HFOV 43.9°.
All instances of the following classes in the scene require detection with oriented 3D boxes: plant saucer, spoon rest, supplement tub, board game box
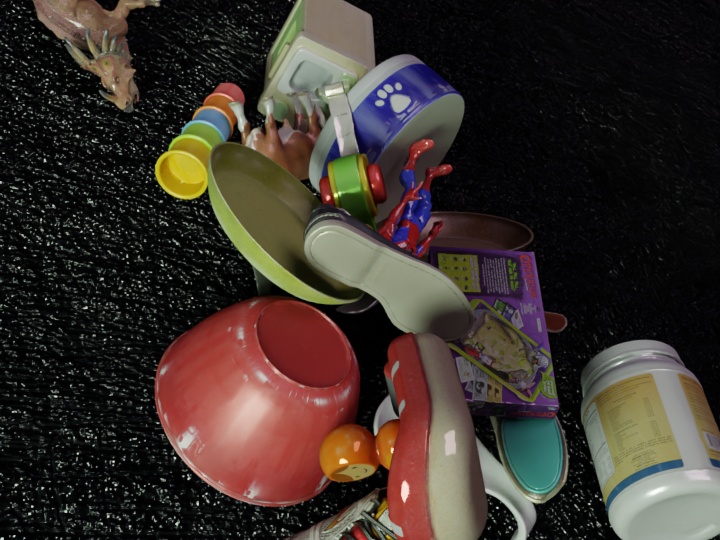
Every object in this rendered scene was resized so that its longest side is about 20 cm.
[{"bbox_3d":[-0.075,-0.040,0.858,0.200,0.031,0.201,41,21,-19],"label":"plant saucer"},{"bbox_3d":[0.098,0.195,0.888,0.200,0.061,0.099,41,47,2],"label":"spoon rest"},{"bbox_3d":[0.334,0.195,1.017,0.144,0.145,0.201,20,41,-23],"label":"supplement tub"},{"bbox_3d":[0.132,0.059,0.920,0.119,0.032,0.201,1,48,0],"label":"board game box"},{"bbox_3d":[0.110,-0.031,1.092,0.198,0.037,0.201,-1,18,0],"label":"plant saucer"}]

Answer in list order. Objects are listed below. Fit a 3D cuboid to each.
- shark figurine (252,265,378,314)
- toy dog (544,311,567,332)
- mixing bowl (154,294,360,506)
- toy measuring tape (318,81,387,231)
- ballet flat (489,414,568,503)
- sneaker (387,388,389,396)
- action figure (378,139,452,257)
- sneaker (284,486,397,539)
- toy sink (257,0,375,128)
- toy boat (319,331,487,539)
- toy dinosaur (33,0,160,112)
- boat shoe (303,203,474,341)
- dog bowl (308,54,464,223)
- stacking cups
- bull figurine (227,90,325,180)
[{"bbox_3d":[-0.019,-0.009,0.978,0.212,0.090,0.128,9,25,-10],"label":"shark figurine"},{"bbox_3d":[0.188,0.062,1.076,0.131,0.096,0.201,18,42,-25],"label":"toy dog"},{"bbox_3d":[-0.074,0.097,0.815,0.199,0.109,0.201,23,39,-20],"label":"mixing bowl"},{"bbox_3d":[-0.015,-0.120,0.937,0.073,0.073,0.202,3,67,-37],"label":"toy measuring tape"},{"bbox_3d":[0.163,0.150,0.903,0.067,0.063,0.201,-11,49,1],"label":"ballet flat"},{"bbox_3d":[0.095,0.082,0.990,0.200,0.074,0.081,-44,117,-33],"label":"sneaker"},{"bbox_3d":[0.057,-0.058,0.965,0.066,0.051,0.201,52,44,-35],"label":"action figure"},{"bbox_3d":[-0.003,0.228,0.758,0.078,0.082,0.199,50,39,15],"label":"sneaker"},{"bbox_3d":[-0.060,-0.261,1.180,0.111,0.131,0.201,21,41,-21],"label":"toy sink"},{"bbox_3d":[0.029,0.147,0.744,0.129,0.132,0.200,-13,27,2],"label":"toy boat"},{"bbox_3d":[-0.324,-0.284,1.030,0.199,0.086,0.136,29,44,-3],"label":"toy dinosaur"},{"bbox_3d":[0.031,-0.001,0.857,0.199,0.073,0.063,32,25,-25],"label":"boat shoe"},{"bbox_3d":[0.034,-0.155,1.080,0.079,0.201,0.200,41,36,17],"label":"dog bowl"},{"bbox_3d":[-0.182,-0.160,1.040,0.060,0.061,0.201,28,34,-13],"label":"stacking cups"},{"bbox_3d":[-0.099,-0.146,1.062,0.200,0.065,0.123,-29,114,-59],"label":"bull figurine"}]
